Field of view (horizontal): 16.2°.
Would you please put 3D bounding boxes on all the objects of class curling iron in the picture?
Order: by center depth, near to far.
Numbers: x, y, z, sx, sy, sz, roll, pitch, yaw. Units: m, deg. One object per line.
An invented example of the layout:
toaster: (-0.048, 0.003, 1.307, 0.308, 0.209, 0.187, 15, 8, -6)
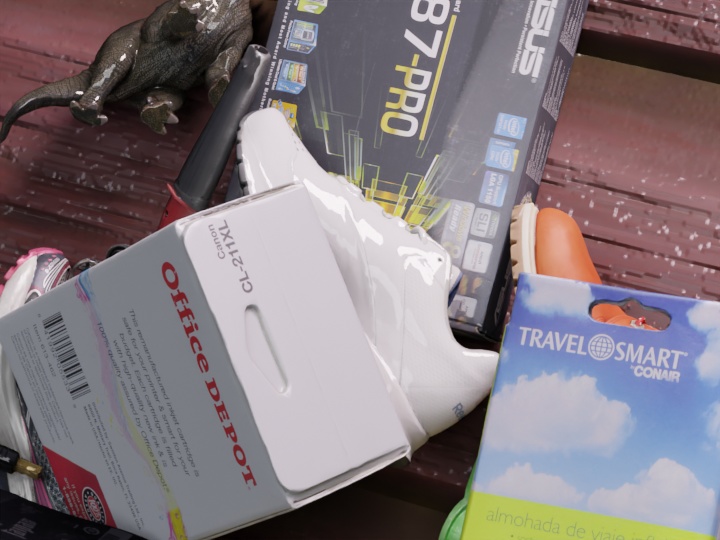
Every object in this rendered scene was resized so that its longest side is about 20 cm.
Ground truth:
curling iron: (-0.101, -0.040, 1.343, 0.050, 0.026, 0.200, 43, 122, 14)

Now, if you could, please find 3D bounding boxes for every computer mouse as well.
computer mouse: (-0.170, 0.133, 1.252, 0.199, 0.140, 0.046, 17, 106, 5)

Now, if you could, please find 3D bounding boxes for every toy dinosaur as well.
toy dinosaur: (-0.107, -0.117, 1.385, 0.200, 0.102, 0.077, -39, 105, 19)

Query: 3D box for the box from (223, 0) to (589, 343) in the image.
box: (0.020, -0.076, 1.345, 0.160, 0.049, 0.201, 14, 85, 17)

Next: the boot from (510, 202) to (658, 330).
boot: (0.141, 0.050, 1.272, 0.107, 0.075, 0.201, -21, 81, 9)

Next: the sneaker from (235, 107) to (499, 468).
sneaker: (0.000, 0.000, 1.287, 0.087, 0.075, 0.201, -29, 77, -5)

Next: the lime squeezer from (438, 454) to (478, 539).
lime squeezer: (0.065, 0.147, 1.280, 0.070, 0.038, 0.201, -24, 62, 40)

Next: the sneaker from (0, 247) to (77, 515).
sneaker: (-0.164, 0.088, 1.360, 0.074, 0.081, 0.201, -3, 85, 2)

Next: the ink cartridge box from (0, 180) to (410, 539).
ink cartridge box: (-0.082, 0.057, 1.257, 0.200, 0.083, 0.146, -24, 87, 53)

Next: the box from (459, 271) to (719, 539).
box: (0.111, 0.110, 1.162, 0.121, 0.048, 0.201, 9, 79, 20)
